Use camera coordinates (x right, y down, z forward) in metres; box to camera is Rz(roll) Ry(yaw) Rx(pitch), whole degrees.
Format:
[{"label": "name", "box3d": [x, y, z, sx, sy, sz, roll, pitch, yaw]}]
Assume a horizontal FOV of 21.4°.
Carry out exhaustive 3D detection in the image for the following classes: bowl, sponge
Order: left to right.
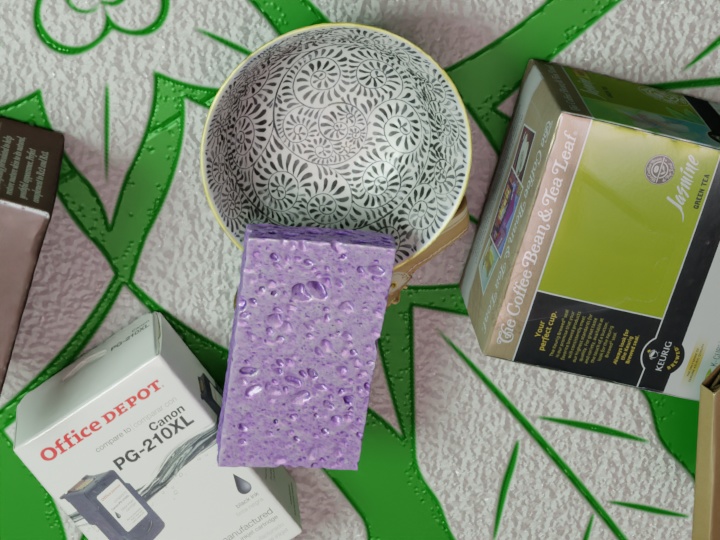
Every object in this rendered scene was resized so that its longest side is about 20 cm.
[{"label": "sponge", "box3d": [-0.043, 0.061, 1.427, 0.111, 0.030, 0.201, 4, 118, -10]}, {"label": "bowl", "box3d": [-0.021, -0.100, 1.421, 0.199, 0.094, 0.202, -2, 114, -5]}]

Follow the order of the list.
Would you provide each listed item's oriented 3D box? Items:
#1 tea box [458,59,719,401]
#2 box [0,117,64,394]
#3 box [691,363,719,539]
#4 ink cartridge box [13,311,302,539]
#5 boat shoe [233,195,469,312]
[{"label": "tea box", "box3d": [0.200, -0.030, 1.452, 0.196, 0.134, 0.201, 13, 111, -12]}, {"label": "box", "box3d": [-0.323, -0.004, 1.393, 0.163, 0.166, 0.201, 15, 112, -11]}, {"label": "box", "box3d": [0.318, 0.110, 1.501, 0.163, 0.021, 0.201, -40, 144, -27]}, {"label": "ink cartridge box", "box3d": [-0.162, 0.157, 1.524, 0.144, 0.084, 0.200, -33, 113, 8]}, {"label": "boat shoe", "box3d": [0.000, 0.000, 1.486, 0.199, 0.074, 0.067, -26, 127, 7]}]
